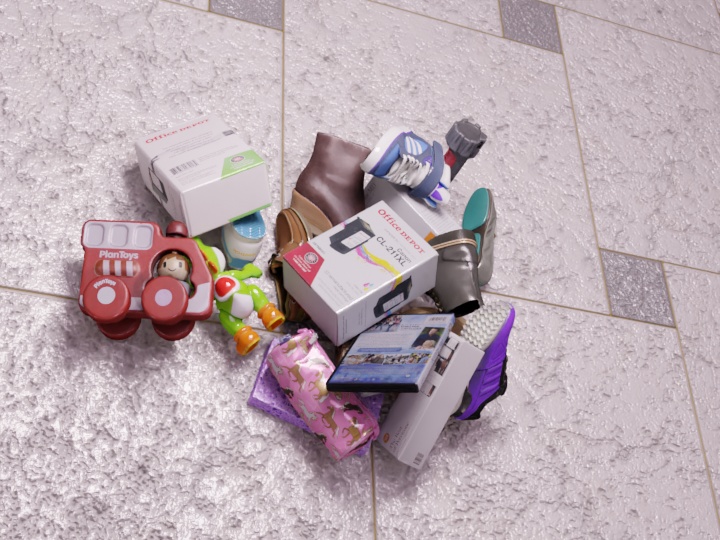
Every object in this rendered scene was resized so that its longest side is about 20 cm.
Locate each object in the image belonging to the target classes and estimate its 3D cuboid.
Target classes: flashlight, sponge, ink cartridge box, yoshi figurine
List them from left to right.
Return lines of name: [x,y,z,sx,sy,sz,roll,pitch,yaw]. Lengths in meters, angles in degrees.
ink cartridge box: [-0.247,-0.153,1.662,0.144,0.085,0.200,-23,39,-21]
yoshi figurine: [-0.211,0.030,1.628,0.200,0.112,0.112,48,32,6]
sponge: [-0.066,0.193,1.631,0.198,0.030,0.112,27,52,-8]
ink cartridge box: [0.000,0.000,1.640,0.199,0.083,0.146,-30,56,-24]
flashlight: [0.144,-0.187,1.868,0.067,0.201,0.068,-18,66,-32]

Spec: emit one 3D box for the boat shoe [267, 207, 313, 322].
boat shoe: [-0.113,-0.014,1.715,0.067,0.072,0.202,-2,60,-28]

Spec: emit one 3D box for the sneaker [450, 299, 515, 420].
sneaker: [0.196,0.144,1.652,0.099,0.202,0.070,24,9,-31]

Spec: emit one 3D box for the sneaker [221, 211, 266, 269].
sneaker: [-0.197,-0.087,1.725,0.075,0.081,0.201,12,36,-16]

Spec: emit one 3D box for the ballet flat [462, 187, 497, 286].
ballet flat: [0.217,-0.057,1.918,0.064,0.067,0.202,40,46,-32]

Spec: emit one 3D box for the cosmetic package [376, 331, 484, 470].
cosmetic package: [0.102,0.189,1.606,0.050,0.082,0.202,28,91,-29]

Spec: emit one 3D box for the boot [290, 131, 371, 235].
boot: [-0.012,-0.123,1.779,0.198,0.168,0.072,22,10,-4]

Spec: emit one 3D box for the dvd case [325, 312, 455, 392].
dvd case: [0.047,0.118,1.560,0.141,0.018,0.200,-3,26,24]

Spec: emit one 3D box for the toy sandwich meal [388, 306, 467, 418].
toy sandwich meal: [0.112,0.150,1.725,0.202,0.070,0.208,8,67,-18]

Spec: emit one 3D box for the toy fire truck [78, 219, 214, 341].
toy fire truck: [-0.310,0.006,1.539,0.197,0.112,0.170,1,71,-1]

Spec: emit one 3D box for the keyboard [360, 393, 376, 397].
keyboard: [0.076,0.148,1.648,0.198,0.011,0.057,-10,76,-32]

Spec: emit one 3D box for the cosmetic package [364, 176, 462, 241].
cosmetic package: [0.087,-0.077,1.825,0.200,0.102,0.071,46,37,9]

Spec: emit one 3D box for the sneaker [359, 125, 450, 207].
sneaker: [0.090,-0.162,1.749,0.146,0.081,0.200,43,23,3]

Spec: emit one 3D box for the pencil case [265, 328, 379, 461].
pencil case: [-0.055,0.182,1.569,0.082,0.087,0.201,-29,77,-34]

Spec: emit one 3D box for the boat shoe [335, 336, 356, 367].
boat shoe: [-0.005,0.113,1.679,0.071,0.068,0.202,29,44,-17]

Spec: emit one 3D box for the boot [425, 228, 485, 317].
boot: [0.103,0.030,1.715,0.077,0.198,0.140,32,41,-48]
